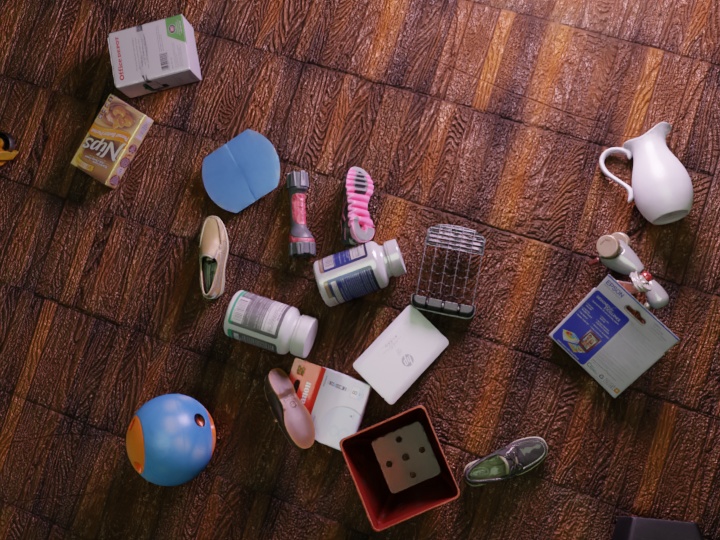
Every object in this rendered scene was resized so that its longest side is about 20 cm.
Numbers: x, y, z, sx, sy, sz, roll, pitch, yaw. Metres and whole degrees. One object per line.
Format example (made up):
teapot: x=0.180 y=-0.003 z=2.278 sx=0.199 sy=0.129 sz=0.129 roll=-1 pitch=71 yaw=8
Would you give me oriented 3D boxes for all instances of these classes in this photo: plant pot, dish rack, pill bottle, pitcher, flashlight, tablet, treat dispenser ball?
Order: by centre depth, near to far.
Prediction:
plant pot: x=0.607 y=0.601 z=1.538 sx=0.196 sy=0.200 sz=0.180 roll=2 pitch=74 yaw=9
plant pot: x=0.090 y=0.418 z=1.636 sx=0.198 sy=0.176 sz=0.202 roll=-24 pitch=81 yaw=5
pitcher: x=0.630 y=-0.200 z=1.660 sx=0.170 sy=0.121 sz=0.203 roll=-20 pitch=70 yaw=27
treat dispenser ball: x=-0.428 y=0.382 z=1.705 sx=0.197 sy=0.201 sz=0.204 roll=-1 pitch=84 yaw=8
dish rack: x=0.204 y=-0.001 z=1.724 sx=0.151 sy=0.055 sz=0.203 roll=11 pitch=84 yaw=6
tablet: x=0.093 y=0.192 z=1.725 sx=0.130 sy=0.014 sz=0.200 roll=43 pitch=82 yaw=10
pill bottle: x=0.000 y=0.000 z=1.726 sx=0.197 sy=0.111 sz=0.113 roll=-20 pitch=82 yaw=6
pill bottle: x=-0.206 y=0.127 z=1.743 sx=0.197 sy=0.113 sz=0.115 roll=18 pitch=87 yaw=10
flashlight: x=-0.142 y=-0.134 z=1.784 sx=0.067 sy=0.068 sz=0.204 roll=-3 pitch=84 yaw=9

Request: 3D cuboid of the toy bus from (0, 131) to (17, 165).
toy bus: x=-1.005 y=-0.304 z=1.910 sx=0.200 sy=0.136 sz=0.193 roll=43 pitch=104 yaw=8

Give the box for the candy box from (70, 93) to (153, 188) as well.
candy box: x=-0.620 y=-0.322 z=1.882 sx=0.114 sy=0.055 sz=0.202 roll=30 pitch=89 yaw=10

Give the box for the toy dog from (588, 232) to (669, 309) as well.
toy dog: x=0.571 y=0.008 z=1.640 sx=0.096 sy=0.131 sz=0.202 roll=-47 pitch=43 yaw=33

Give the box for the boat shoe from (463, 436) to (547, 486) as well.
boat shoe: x=0.320 y=0.426 z=1.656 sx=0.198 sy=0.066 sz=0.073 roll=-23 pitch=81 yaw=6

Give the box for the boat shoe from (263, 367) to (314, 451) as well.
boat shoe: x=-0.165 y=0.324 z=1.726 sx=0.070 sy=0.071 sz=0.202 roll=-9 pitch=61 yaw=-33

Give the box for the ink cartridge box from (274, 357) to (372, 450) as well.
ink cartridge box: x=-0.089 y=0.309 z=1.740 sx=0.197 sy=0.047 sz=0.162 roll=19 pitch=87 yaw=9

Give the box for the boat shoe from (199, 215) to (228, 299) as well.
boat shoe: x=-0.356 y=-0.034 z=1.801 sx=0.070 sy=0.076 sz=0.203 roll=-5 pitch=83 yaw=8

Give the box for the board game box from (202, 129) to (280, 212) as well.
board game box: x=-0.285 y=-0.238 z=1.834 sx=0.198 sy=0.039 sz=0.159 roll=-32 pitch=85 yaw=9

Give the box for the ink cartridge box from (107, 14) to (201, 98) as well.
ink cartridge box: x=-0.511 y=-0.530 z=1.873 sx=0.197 sy=0.084 sz=0.149 roll=-11 pitch=82 yaw=8

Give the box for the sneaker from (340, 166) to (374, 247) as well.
sneaker: x=-0.020 y=-0.146 z=1.765 sx=0.078 sy=0.095 sz=0.203 roll=14 pitch=62 yaw=-27

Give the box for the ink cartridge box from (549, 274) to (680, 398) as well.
ink cartridge box: x=0.544 y=0.140 z=1.621 sx=0.198 sy=0.047 sz=0.201 roll=45 pitch=120 yaw=12
